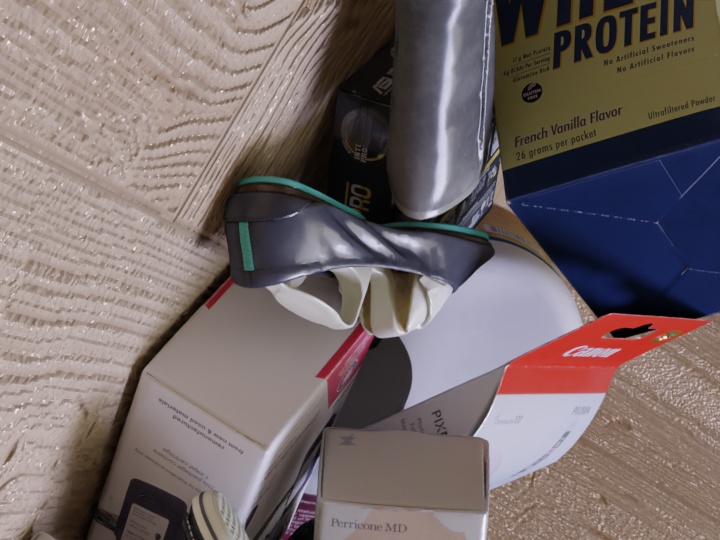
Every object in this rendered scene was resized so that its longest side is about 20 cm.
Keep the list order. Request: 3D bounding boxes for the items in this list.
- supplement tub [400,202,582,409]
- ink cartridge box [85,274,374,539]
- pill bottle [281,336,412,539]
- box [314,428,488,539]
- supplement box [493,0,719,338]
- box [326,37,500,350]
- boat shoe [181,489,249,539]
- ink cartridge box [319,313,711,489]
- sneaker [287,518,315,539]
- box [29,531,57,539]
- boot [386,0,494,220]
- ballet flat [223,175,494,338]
[{"bbox_3d":[0.070,0.031,1.533,0.145,0.144,0.200,-61,-171,11],"label":"supplement tub"},{"bbox_3d":[-0.078,0.105,1.269,0.145,0.084,0.201,-49,167,-47],"label":"ink cartridge box"},{"bbox_3d":[-0.036,0.116,1.433,0.114,0.114,0.201,-51,168,-39],"label":"pill bottle"},{"bbox_3d":[0.017,0.192,1.233,0.078,0.094,0.201,-85,177,-64],"label":"box"},{"bbox_3d":[0.166,-0.101,1.302,0.200,0.133,0.201,46,33,-55],"label":"supplement box"},{"bbox_3d":[0.037,-0.069,1.351,0.200,0.049,0.162,-48,153,-52],"label":"box"},{"bbox_3d":[-0.077,0.187,1.184,0.062,0.075,0.201,-17,145,-11],"label":"boat shoe"},{"bbox_3d":[0.097,0.085,1.308,0.199,0.057,0.162,-22,168,27],"label":"ink cartridge box"},{"bbox_3d":[-0.036,0.221,1.361,0.076,0.091,0.200,-49,176,-39],"label":"sneaker"},{"bbox_3d":[-0.163,0.234,1.199,0.078,0.095,0.200,-51,169,-33],"label":"box"},{"bbox_3d":[0.032,-0.114,1.132,0.182,0.072,0.201,-48,157,-50],"label":"boot"},{"bbox_3d":[0.000,0.000,1.204,0.199,0.073,0.073,13,110,-50],"label":"ballet flat"}]
